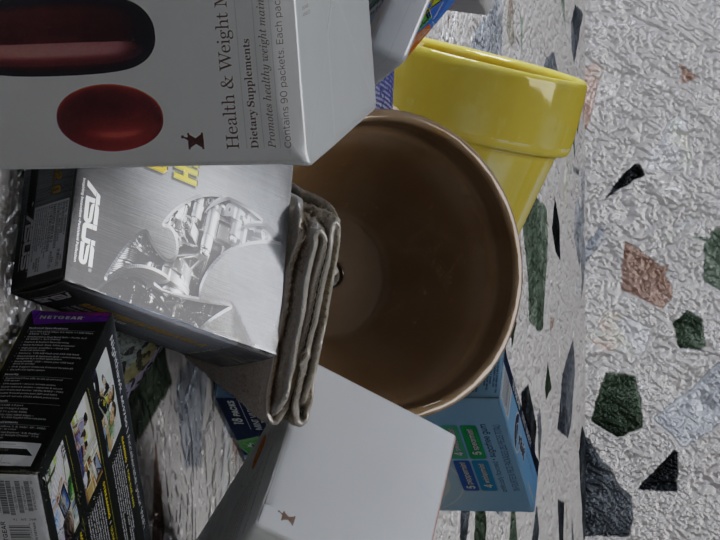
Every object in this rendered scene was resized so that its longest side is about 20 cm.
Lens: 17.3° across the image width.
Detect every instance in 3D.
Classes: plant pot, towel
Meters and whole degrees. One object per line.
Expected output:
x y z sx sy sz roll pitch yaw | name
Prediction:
0.000 0.000 1.554 0.093 0.199 0.203 -11 -104 62 | plant pot
0.073 -0.089 1.977 0.201 0.199 0.191 -24 127 -76 | plant pot
-0.068 0.007 1.424 0.200 0.034 0.134 28 -71 63 | towel

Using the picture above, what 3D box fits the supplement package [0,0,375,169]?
-0.109 -0.154 1.137 0.147 0.198 0.193 -46 134 -71 | supplement package

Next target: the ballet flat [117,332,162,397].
-0.118 -0.023 1.375 0.072 0.071 0.202 15 75 -76 | ballet flat

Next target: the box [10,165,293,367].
-0.108 -0.063 1.310 0.158 0.048 0.202 22 65 -41 | box

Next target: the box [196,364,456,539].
-0.041 0.187 1.431 0.201 0.106 0.153 -58 -171 37 | box

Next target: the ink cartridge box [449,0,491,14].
0.053 -0.267 1.607 0.200 0.067 0.117 57 44 -70 | ink cartridge box

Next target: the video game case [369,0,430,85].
0.032 -0.188 1.332 0.200 0.024 0.183 160 -48 -80 | video game case

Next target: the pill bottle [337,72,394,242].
-0.032 -0.112 1.662 0.112 0.111 0.202 46 45 -71 | pill bottle

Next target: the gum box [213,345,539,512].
0.015 0.113 1.660 0.170 0.198 0.045 70 24 -56 | gum box

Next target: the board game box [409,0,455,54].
0.038 -0.199 1.540 0.102 0.200 0.020 -8 62 -40 | board game box

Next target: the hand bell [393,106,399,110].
0.008 -0.017 1.720 0.104 0.103 0.201 72 3 -53 | hand bell

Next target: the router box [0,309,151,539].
-0.155 0.144 1.240 0.149 0.051 0.201 -72 159 -58 | router box

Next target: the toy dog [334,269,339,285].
-0.018 0.072 1.752 0.200 0.096 0.132 50 11 -10 | toy dog

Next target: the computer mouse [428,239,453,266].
0.059 0.026 1.704 0.110 0.043 0.201 -107 -172 -51 | computer mouse
